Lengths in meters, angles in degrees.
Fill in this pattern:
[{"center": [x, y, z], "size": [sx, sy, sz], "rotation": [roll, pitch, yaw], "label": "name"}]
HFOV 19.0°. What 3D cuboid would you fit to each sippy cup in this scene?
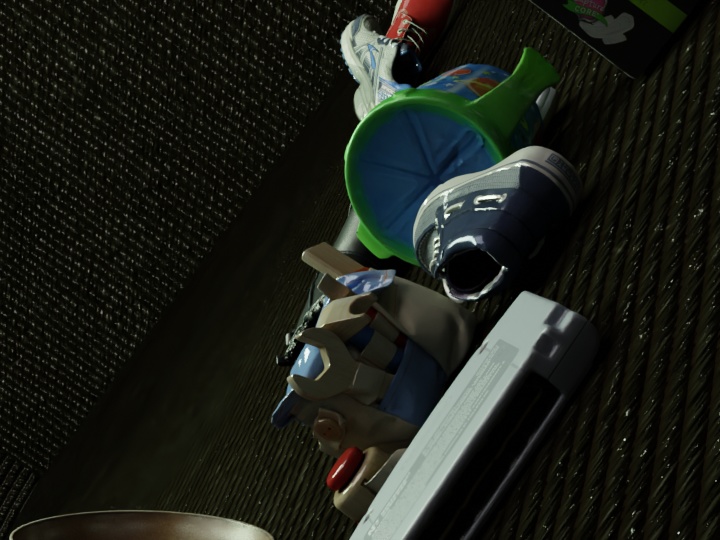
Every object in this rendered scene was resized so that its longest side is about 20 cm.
[{"center": [0.073, -0.088, 1.590], "size": [0.176, 0.141, 0.130], "rotation": [-5, 22, 26], "label": "sippy cup"}]

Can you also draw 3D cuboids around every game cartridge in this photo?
[{"center": [0.055, 0.104, 1.181], "size": [0.201, 0.040, 0.133], "rotation": [-55, 11, 0], "label": "game cartridge"}]

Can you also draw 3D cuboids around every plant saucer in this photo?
[{"center": [-0.164, 0.214, 1.615], "size": [0.200, 0.198, 0.032], "rotation": [-128, 39, -82], "label": "plant saucer"}]

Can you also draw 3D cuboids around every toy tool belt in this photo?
[{"center": [-0.011, 0.069, 1.412], "size": [0.125, 0.122, 0.201], "rotation": [-49, 10, 38], "label": "toy tool belt"}]

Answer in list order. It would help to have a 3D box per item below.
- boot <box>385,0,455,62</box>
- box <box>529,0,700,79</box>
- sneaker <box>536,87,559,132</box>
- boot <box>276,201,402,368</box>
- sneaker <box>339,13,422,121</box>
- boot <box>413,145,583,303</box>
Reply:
[{"center": [0.065, -0.287, 2.709], "size": [0.201, 0.072, 0.144], "rotation": [-62, 6, 11], "label": "boot"}, {"center": [0.157, -0.258, 1.479], "size": [0.149, 0.199, 0.124], "rotation": [-52, 6, 20], "label": "box"}, {"center": [0.067, -0.100, 1.707], "size": [0.200, 0.108, 0.070], "rotation": [-48, 11, 45], "label": "sneaker"}, {"center": [0.000, -0.001, 1.846], "size": [0.199, 0.073, 0.163], "rotation": [-60, 3, 20], "label": "boot"}, {"center": [0.036, -0.245, 2.583], "size": [0.085, 0.077, 0.201], "rotation": [-38, 42, 24], "label": "sneaker"}, {"center": [0.069, -0.016, 1.446], "size": [0.090, 0.073, 0.200], "rotation": [-49, 5, -27], "label": "boot"}]
